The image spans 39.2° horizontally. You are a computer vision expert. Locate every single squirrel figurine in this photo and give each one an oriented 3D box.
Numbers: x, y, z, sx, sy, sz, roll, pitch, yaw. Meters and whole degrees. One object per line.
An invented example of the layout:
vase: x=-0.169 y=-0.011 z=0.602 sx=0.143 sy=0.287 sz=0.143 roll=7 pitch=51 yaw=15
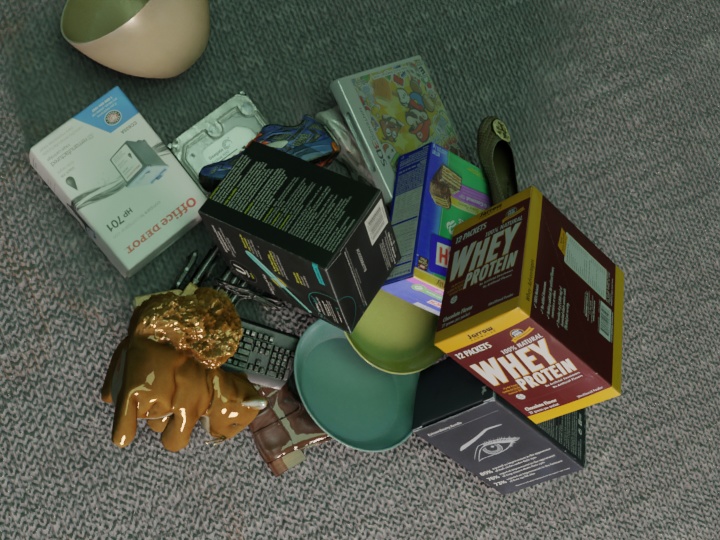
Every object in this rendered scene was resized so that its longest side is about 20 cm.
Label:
squirrel figurine: x=-0.201 y=0.122 z=1.239 sx=0.185 sy=0.141 sz=0.202 roll=15 pitch=94 yaw=-24

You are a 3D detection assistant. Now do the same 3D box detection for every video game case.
video game case: x=0.061 y=-0.206 z=1.448 sx=0.199 sy=0.023 sz=0.184 roll=-27 pitch=93 yaw=-46

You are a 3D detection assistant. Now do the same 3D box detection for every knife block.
knife block: x=-0.213 y=0.071 z=1.353 sx=0.174 sy=0.064 sz=0.202 roll=-9 pitch=86 yaw=-17

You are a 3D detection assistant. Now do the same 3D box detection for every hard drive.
hard drive: x=-0.158 y=-0.131 z=1.412 sx=0.139 sy=0.038 sz=0.201 roll=-38 pitch=94 yaw=-18

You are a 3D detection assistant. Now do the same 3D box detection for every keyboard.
keyboard: x=-0.170 y=0.071 z=1.324 sx=0.198 sy=0.021 sz=0.129 roll=18 pitch=79 yaw=-19

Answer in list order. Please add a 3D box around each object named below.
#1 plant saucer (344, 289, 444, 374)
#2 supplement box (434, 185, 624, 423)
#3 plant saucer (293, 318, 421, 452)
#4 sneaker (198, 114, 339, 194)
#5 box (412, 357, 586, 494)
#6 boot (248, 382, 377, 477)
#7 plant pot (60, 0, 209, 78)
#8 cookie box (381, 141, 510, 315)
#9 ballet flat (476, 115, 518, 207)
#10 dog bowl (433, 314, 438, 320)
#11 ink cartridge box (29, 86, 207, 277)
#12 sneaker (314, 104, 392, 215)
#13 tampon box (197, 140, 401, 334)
plant saucer: x=0.048 y=0.041 z=1.384 sx=0.198 sy=0.031 sz=0.203 roll=4 pitch=83 yaw=-30
supplement box: x=0.217 y=0.045 z=1.269 sx=0.199 sy=0.132 sz=0.199 roll=38 pitch=45 yaw=-27
plant saucer: x=-0.007 y=0.154 z=1.364 sx=0.198 sy=0.036 sz=0.202 roll=16 pitch=54 yaw=-23
sneaker: x=-0.130 y=-0.155 z=1.375 sx=0.198 sy=0.075 sz=0.079 roll=-20 pitch=75 yaw=-24
box: x=0.191 y=0.201 z=1.374 sx=0.200 sy=0.147 sz=0.105 roll=39 pitch=43 yaw=-28
boot: x=-0.097 y=0.150 z=1.384 sx=0.185 sy=0.064 sz=0.201 roll=-32 pitch=88 yaw=-20
plant pot: x=-0.277 y=-0.335 z=1.341 sx=0.134 sy=0.199 sz=0.202 roll=45 pitch=69 yaw=-44
cookie box: x=0.123 y=-0.045 z=1.376 sx=0.170 sy=0.075 sz=0.202 roll=24 pitch=63 yaw=-32
ballet flat: x=0.197 y=-0.121 z=1.380 sx=0.067 sy=0.046 sz=0.202 roll=13 pitch=66 yaw=-38
dog bowl: x=0.161 y=0.008 z=1.482 sx=0.111 sy=0.050 sz=0.201 roll=39 pitch=74 yaw=-9
ink cartridge box: x=-0.315 y=-0.115 z=1.337 sx=0.146 sy=0.086 sz=0.201 roll=-41 pitch=94 yaw=-17
sneaker: x=0.026 y=-0.164 z=1.452 sx=0.099 sy=0.078 sz=0.201 roll=-37 pitch=95 yaw=-21
tampon box: x=-0.073 y=-0.044 z=1.266 sx=0.199 sy=0.150 sz=0.127 roll=24 pitch=66 yaw=26
